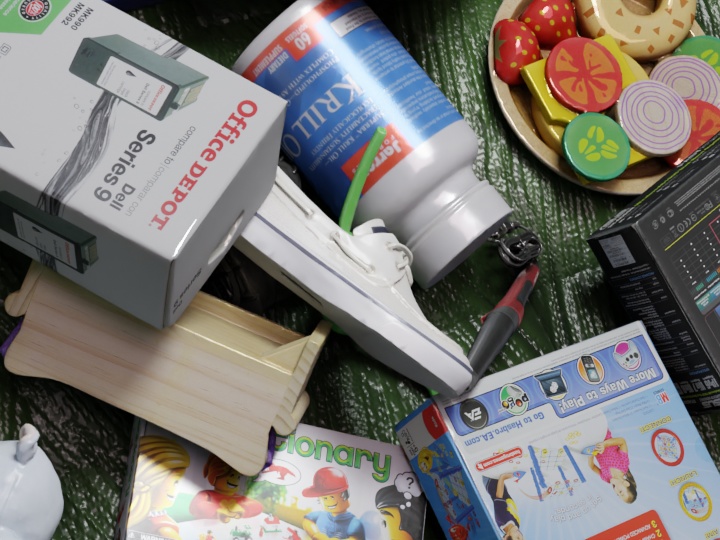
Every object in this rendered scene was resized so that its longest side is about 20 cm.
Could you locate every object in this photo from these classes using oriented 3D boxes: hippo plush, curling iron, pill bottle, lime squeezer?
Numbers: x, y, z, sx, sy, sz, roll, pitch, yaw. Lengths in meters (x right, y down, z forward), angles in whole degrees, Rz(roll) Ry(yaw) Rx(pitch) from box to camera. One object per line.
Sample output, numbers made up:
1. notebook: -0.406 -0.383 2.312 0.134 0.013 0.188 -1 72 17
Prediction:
1. hippo plush: -0.224 0.166 1.256 0.198 0.159 0.162 12 65 -13
2. curling iron: 0.090 0.027 1.456 0.050 0.026 0.200 41 35 -10
3. pill bottle: 0.011 -0.090 1.472 0.112 0.112 0.200 -38 83 -28
4. lime squeezer: 0.003 0.003 1.429 0.070 0.202 0.038 -2 27 22

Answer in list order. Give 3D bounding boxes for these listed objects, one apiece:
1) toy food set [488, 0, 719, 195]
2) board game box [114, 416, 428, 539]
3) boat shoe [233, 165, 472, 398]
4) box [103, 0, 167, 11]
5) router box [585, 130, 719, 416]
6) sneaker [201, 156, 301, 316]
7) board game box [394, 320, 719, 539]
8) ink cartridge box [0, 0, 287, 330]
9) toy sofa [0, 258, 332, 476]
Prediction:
1. toy food set: 0.191 -0.147 1.595 0.199 0.049 0.199 -23 77 -26
2. board game box: -0.056 0.161 1.387 0.198 0.035 0.127 13 63 -14
3. boat shoe: 0.000 0.000 1.369 0.199 0.071 0.070 37 79 14
4. box: -0.194 -0.236 1.510 0.199 0.032 0.122 -17 74 -26
5. router box: 0.273 -0.013 1.532 0.200 0.062 0.151 -36 99 -32
6. sneaker: -0.091 -0.065 1.457 0.090 0.076 0.201 -22 86 -32
7. board game box: 0.149 0.154 1.429 0.199 0.056 0.197 -16 74 -36
8. ink cartridge box: -0.163 -0.079 1.311 0.199 0.084 0.146 28 57 8
9. toy sofa: -0.125 0.046 1.369 0.198 0.083 0.098 23 99 1
